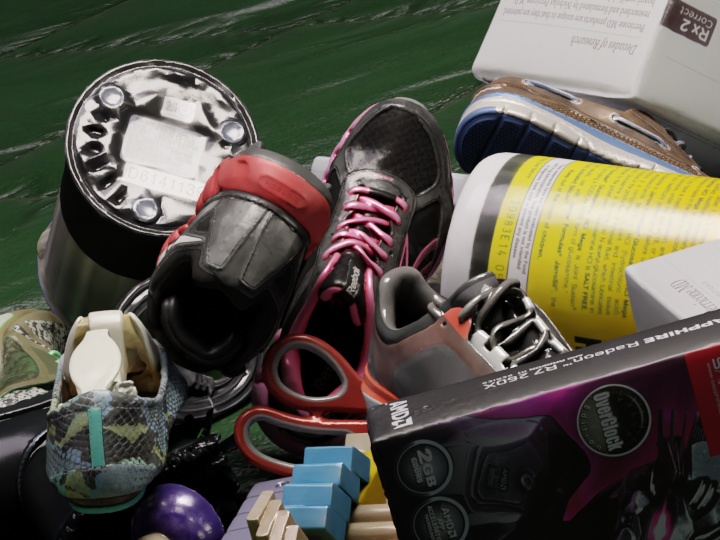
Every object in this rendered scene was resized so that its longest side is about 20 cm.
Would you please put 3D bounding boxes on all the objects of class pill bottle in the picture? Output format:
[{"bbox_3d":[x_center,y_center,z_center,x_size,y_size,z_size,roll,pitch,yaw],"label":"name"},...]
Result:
[{"bbox_3d":[0.150,0.007,1.353,0.200,0.113,0.112,8,24,23],"label":"pill bottle"}]

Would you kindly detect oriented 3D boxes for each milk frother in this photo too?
[{"bbox_3d":[-0.128,0.011,1.663,0.200,0.180,0.188,-57,-3,-26],"label":"milk frother"}]

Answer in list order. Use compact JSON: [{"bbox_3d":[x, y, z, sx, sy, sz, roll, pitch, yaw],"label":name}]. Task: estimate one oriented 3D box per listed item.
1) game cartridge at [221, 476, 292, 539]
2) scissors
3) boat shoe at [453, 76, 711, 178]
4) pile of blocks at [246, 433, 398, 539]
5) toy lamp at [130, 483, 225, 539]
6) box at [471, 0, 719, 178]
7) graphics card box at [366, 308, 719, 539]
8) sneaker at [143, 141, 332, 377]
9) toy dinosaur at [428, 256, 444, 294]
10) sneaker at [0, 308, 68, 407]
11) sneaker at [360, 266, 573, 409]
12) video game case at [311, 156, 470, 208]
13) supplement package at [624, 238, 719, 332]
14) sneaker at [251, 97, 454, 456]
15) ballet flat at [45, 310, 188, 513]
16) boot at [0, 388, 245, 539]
[{"bbox_3d":[0.030,0.116,1.288,0.200,0.038,0.130,-12,11,15],"label":"game cartridge"},{"bbox_3d":[0.037,0.082,1.381,0.199,0.073,0.014,11,-12,-4],"label":"scissors"},{"bbox_3d":[0.151,-0.052,1.496,0.072,0.200,0.072,-56,6,38],"label":"boat shoe"},{"bbox_3d":[-0.002,0.121,1.152,0.062,0.082,0.200,-4,31,21],"label":"pile of blocks"},{"bbox_3d":[-0.134,0.160,1.251,0.058,0.058,0.200,-7,18,31],"label":"toy lamp"},{"bbox_3d":[0.209,-0.132,1.623,0.199,0.131,0.200,23,-2,-27],"label":"box"},{"bbox_3d":[0.113,0.091,1.110,0.199,0.126,0.051,-15,15,2],"label":"graphics card box"},{"bbox_3d":[-0.078,0.016,1.413,0.098,0.071,0.200,-62,5,-29],"label":"sneaker"},{"bbox_3d":[0.058,0.031,1.510,0.102,0.077,0.200,-24,48,-27],"label":"toy dinosaur"},{"bbox_3d":[-0.181,0.080,1.582,0.088,0.077,0.200,-6,24,9],"label":"sneaker"},{"bbox_3d":[0.064,0.046,1.272,0.077,0.082,0.200,-20,24,-35],"label":"sneaker"},{"bbox_3d":[0.094,-0.036,1.624,0.182,0.023,0.200,10,0,-30],"label":"video game case"},{"bbox_3d":[0.235,0.032,1.214,0.200,0.110,0.114,-17,16,-7],"label":"supplement package"},{"bbox_3d":[0.000,0.000,1.436,0.079,0.200,0.095,17,-9,3],"label":"sneaker"},{"bbox_3d":[-0.123,0.056,1.361,0.074,0.074,0.200,-16,17,-1],"label":"ballet flat"},{"bbox_3d":[-0.164,0.122,1.409,0.198,0.074,0.162,-23,22,-19],"label":"boot"}]
